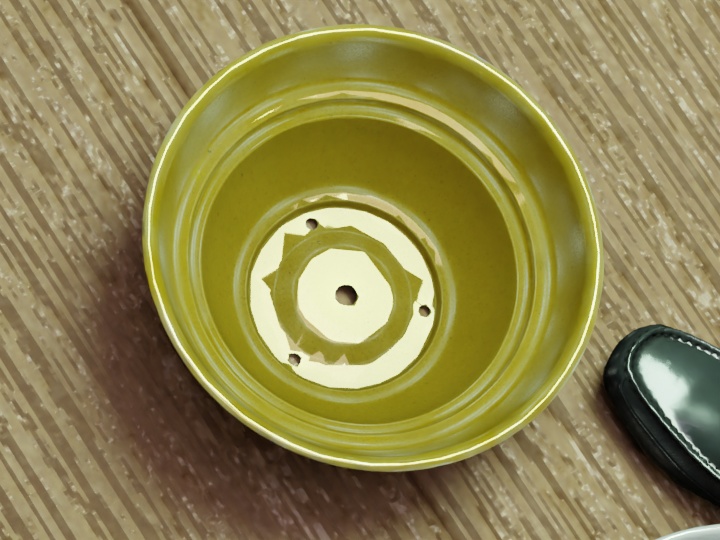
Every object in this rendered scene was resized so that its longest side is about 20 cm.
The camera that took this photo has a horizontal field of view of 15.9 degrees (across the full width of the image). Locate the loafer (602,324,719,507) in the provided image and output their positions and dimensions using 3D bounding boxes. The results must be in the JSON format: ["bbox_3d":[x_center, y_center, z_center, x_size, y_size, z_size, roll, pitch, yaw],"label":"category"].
[{"bbox_3d":[0.199,0.088,1.146,0.200,0.070,0.068,37,68,2],"label":"loafer"}]

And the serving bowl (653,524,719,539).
[{"bbox_3d":[0.160,0.212,1.099,0.200,0.066,0.201,3,71,-10],"label":"serving bowl"}]

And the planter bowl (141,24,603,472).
[{"bbox_3d":[0.000,0.000,1.129,0.200,0.083,0.201,3,71,-10],"label":"planter bowl"}]
